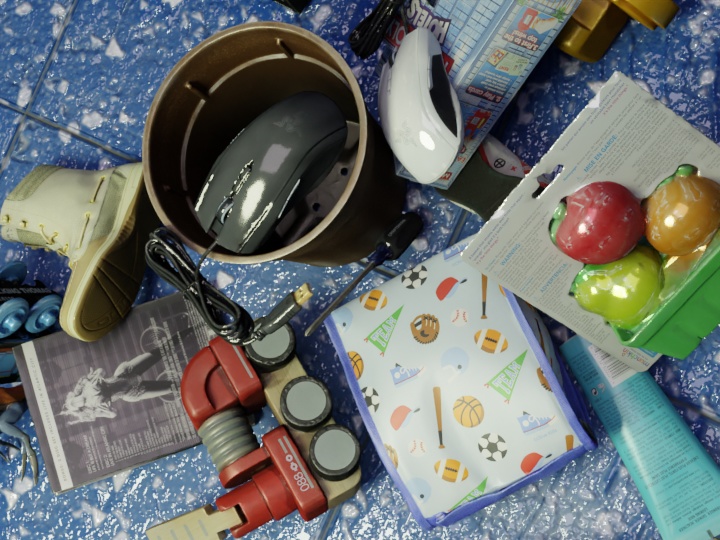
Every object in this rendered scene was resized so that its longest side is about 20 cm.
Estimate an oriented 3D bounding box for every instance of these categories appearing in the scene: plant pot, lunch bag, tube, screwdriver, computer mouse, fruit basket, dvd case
[{"bbox_3d":[-0.057,-0.089,1.018,0.200,0.198,0.201,-3,80,19],"label":"plant pot"},{"bbox_3d":[0.088,0.098,0.979,0.170,0.124,0.200,-30,64,14],"label":"lunch bag"},{"bbox_3d":[0.241,0.135,0.963,0.077,0.050,0.200,-34,77,15],"label":"tube"},{"bbox_3d":[0.000,0.000,1.002,0.029,0.200,0.028,42,134,8],"label":"screwdriver"},{"bbox_3d":[0.037,-0.163,0.949,0.110,0.044,0.200,-44,47,40],"label":"computer mouse"},{"bbox_3d":[0.208,-0.031,0.893,0.200,0.094,0.185,33,112,-15],"label":"fruit basket"},{"bbox_3d":[-0.217,0.111,1.103,0.199,0.016,0.149,-19,75,-7],"label":"dvd case"},{"bbox_3d":[-0.074,-0.039,0.886,0.200,0.046,0.140,-44,70,8],"label":"computer mouse"}]

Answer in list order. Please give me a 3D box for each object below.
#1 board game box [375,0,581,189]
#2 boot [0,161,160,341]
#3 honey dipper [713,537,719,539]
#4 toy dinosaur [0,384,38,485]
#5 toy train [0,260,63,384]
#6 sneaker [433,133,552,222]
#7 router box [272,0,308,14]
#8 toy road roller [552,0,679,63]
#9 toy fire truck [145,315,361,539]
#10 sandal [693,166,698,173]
[{"bbox_3d":[0.073,-0.185,0.998,0.200,0.062,0.200,-64,35,19],"label":"board game box"},{"bbox_3d":[-0.290,-0.023,1.136,0.154,0.072,0.200,3,58,21],"label":"boot"},{"bbox_3d":[0.344,0.203,0.919,0.200,0.038,0.038,-32,73,10],"label":"honey dipper"},{"bbox_3d":[-0.346,0.140,1.090,0.105,0.200,0.182,16,45,29],"label":"toy dinosaur"},{"bbox_3d":[-0.373,0.055,1.110,0.087,0.200,0.114,39,106,20],"label":"toy train"},{"bbox_3d":[0.137,-0.066,1.018,0.067,0.108,0.201,-59,33,14],"label":"sneaker"},{"bbox_3d":[-0.109,-0.367,1.157,0.200,0.051,0.149,31,91,21],"label":"router box"},{"bbox_3d":[0.190,-0.275,1.005,0.200,0.123,0.146,39,107,20],"label":"toy road roller"},{"bbox_3d":[-0.117,0.165,1.033,0.200,0.129,0.176,-29,72,-11],"label":"toy fire truck"},{"bbox_3d":[0.287,-0.064,0.974,0.211,0.078,0.070,5,107,26],"label":"sandal"}]
